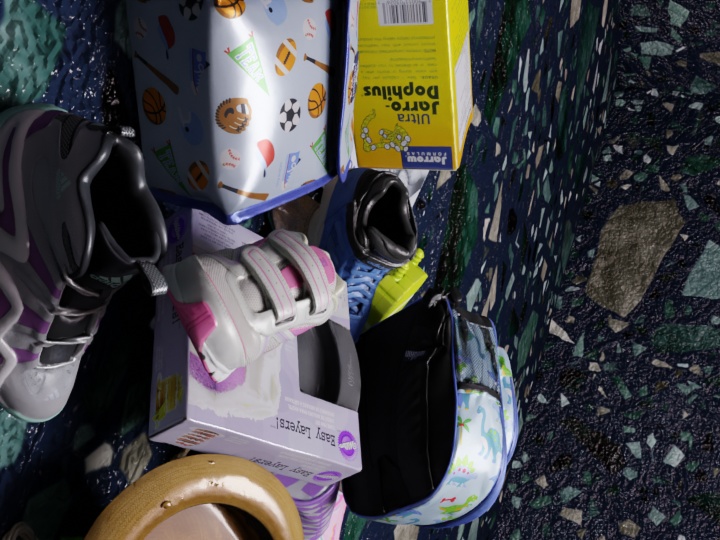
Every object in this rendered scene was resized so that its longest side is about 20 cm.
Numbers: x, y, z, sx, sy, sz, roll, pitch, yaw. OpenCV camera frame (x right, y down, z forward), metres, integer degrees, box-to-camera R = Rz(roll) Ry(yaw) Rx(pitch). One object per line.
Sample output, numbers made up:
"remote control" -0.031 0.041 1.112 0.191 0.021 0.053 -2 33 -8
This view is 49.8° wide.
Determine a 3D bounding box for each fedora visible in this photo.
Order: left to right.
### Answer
"fedora" -0.135 0.226 0.583 0.198 0.081 0.205 -5 98 -41

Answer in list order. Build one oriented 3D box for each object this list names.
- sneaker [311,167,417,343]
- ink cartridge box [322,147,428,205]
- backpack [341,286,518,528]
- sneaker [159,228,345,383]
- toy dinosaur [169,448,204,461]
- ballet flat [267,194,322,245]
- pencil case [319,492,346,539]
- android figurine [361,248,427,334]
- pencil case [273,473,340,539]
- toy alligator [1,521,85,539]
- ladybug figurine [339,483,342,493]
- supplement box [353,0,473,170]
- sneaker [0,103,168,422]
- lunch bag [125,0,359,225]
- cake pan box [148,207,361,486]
"sneaker" -0.001 0.000 0.760 0.076 0.111 0.204 12 88 -32
"ink cartridge box" 0.021 -0.156 0.908 0.200 0.040 0.203 51 56 -48
"backpack" 0.070 0.153 0.786 0.146 0.182 0.203 25 52 -34
"sneaker" -0.064 0.011 0.519 0.082 0.087 0.200 62 11 -1
"toy dinosaur" -0.114 0.122 0.689 0.101 0.058 0.201 -43 -161 28
"ballet flat" -0.039 -0.025 0.849 0.201 0.066 0.069 64 42 -56
"pencil case" -0.046 0.264 0.959 0.087 0.086 0.204 35 70 -66
"android figurine" 0.013 0.055 0.936 0.201 0.041 0.182 -56 169 33
"pencil case" -0.066 0.235 0.821 0.201 0.084 0.085 97 -27 -57
"toy alligator" -0.196 0.229 0.614 0.200 0.053 0.060 52 54 -62
"ladybug figurine" 0.028 0.172 0.918 0.136 0.072 0.201 44 48 -16
"supplement box" 0.047 -0.213 0.758 0.110 0.107 0.203 -68 155 -49
"sneaker" -0.165 0.009 0.461 0.077 0.138 0.204 -18 117 -55
"lunch bag" -0.068 -0.150 0.612 0.199 0.122 0.173 -29 130 -48
"cake pan box" -0.079 0.066 0.638 0.199 0.052 0.187 30 46 -42
